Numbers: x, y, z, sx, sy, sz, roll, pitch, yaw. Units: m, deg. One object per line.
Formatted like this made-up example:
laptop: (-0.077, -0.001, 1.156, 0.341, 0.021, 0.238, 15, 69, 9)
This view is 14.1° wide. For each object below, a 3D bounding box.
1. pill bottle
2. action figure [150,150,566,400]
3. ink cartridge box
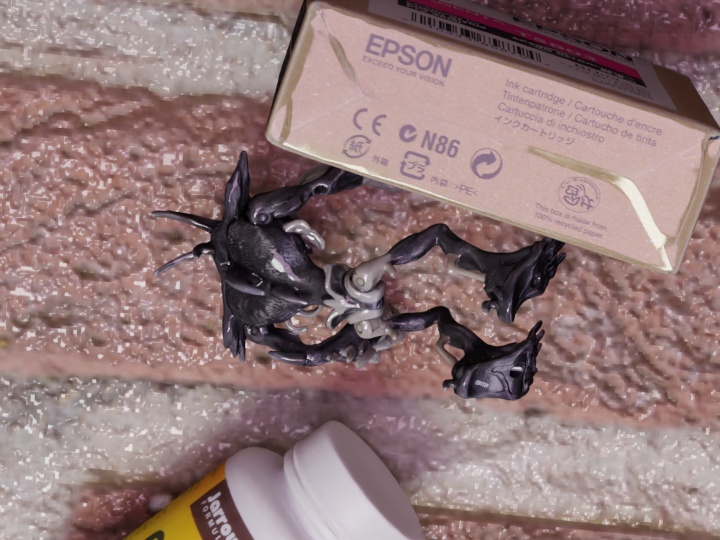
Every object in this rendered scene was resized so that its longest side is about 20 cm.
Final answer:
pill bottle: (-0.069, 0.165, 1.473, 0.200, 0.109, 0.109, -38, 101, 11)
action figure: (0.000, 0.000, 1.433, 0.200, 0.102, 0.119, 17, 117, 24)
ink cartridge box: (0.061, -0.077, 1.371, 0.200, 0.165, 0.075, 18, 104, -4)
